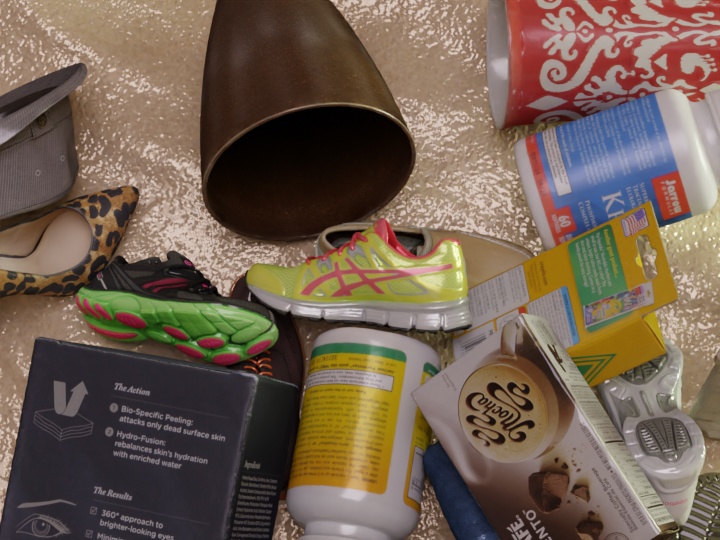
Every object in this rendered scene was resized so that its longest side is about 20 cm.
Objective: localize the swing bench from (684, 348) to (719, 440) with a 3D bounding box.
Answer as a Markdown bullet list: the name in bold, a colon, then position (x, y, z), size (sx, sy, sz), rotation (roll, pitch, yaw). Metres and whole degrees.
- **swing bench**: position (0.357, 0.033, 1.611), size (0.128, 0.199, 0.202), rotation (15, 72, 5)

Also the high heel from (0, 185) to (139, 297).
- **high heel**: position (-0.275, -0.029, 1.661), size (0.199, 0.143, 0.071), rotation (-39, 69, -12)

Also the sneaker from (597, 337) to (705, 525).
- **sneaker**: position (0.237, 0.134, 1.630), size (0.077, 0.100, 0.201), rotation (-3, 36, 2)

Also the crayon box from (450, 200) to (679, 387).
- **crayon box**: position (0.173, 0.039, 1.622), size (0.199, 0.052, 0.126), rotation (-27, 39, 17)

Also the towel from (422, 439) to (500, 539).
- **towel**: position (0.115, 0.231, 1.569), size (0.048, 0.112, 0.201), rotation (-34, 58, 12)

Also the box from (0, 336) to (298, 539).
- **box**: position (-0.171, 0.170, 1.569), size (0.195, 0.117, 0.202), rotation (9, 85, 18)

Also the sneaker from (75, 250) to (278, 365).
- **sneaker**: position (-0.153, 0.022, 1.657), size (0.198, 0.077, 0.084), rotation (12, 57, 30)

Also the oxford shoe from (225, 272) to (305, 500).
- **oxford shoe**: position (-0.080, 0.090, 1.659), size (0.070, 0.073, 0.202), rotation (-8, 72, -3)

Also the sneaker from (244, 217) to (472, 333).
- **sneaker**: position (0.000, 0.000, 1.638), size (0.198, 0.078, 0.091), rotation (5, 94, 13)

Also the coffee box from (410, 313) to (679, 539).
- **coffee box**: position (0.144, 0.149, 1.522), size (0.113, 0.080, 0.201), rotation (-35, 76, 15)

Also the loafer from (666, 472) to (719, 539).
- **loafer**: position (0.275, 0.258, 1.609), size (0.075, 0.068, 0.201), rotation (21, 57, 7)

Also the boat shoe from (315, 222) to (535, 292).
- **boat shoe**: position (0.059, -0.008, 1.689), size (0.198, 0.076, 0.072), rotation (2, 70, 0)

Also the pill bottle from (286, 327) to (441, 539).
- **pill bottle**: position (-0.001, 0.159, 1.616), size (0.111, 0.113, 0.202), rotation (8, 72, 3)

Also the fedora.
- **fedora**: position (-0.304, -0.095, 1.692), size (0.176, 0.200, 0.091), rotation (-18, 106, 29)

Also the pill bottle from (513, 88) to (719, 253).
- **pill bottle**: position (0.240, -0.089, 1.676), size (0.198, 0.112, 0.113), rotation (-19, 72, 10)

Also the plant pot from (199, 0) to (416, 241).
- **plant pot**: position (-0.065, -0.161, 1.703), size (0.185, 0.188, 0.202), rotation (-13, 57, -4)

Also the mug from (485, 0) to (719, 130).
- **mug**: position (0.217, -0.216, 1.733), size (0.198, 0.134, 0.180), rotation (-1, 73, -4)
